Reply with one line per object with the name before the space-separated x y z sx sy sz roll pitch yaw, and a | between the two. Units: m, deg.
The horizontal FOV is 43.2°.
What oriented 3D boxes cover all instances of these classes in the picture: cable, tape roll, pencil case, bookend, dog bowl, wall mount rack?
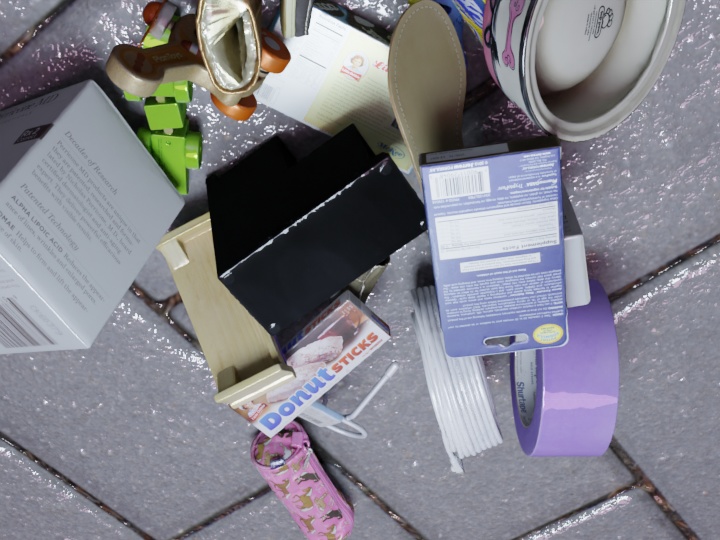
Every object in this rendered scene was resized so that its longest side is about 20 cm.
cable | 0.109 0.112 1.048 0.068 0.203 0.201 -15 146 4
tape roll | 0.230 0.111 1.049 0.083 0.202 0.203 1 127 -1
pencil case | -0.077 0.299 1.260 0.082 0.086 0.202 -36 126 -13
bookend | -0.051 -0.071 0.931 0.197 0.201 0.092 -35 124 9
dog bowl | 0.187 -0.217 0.776 0.198 0.074 0.203 -21 127 -30
wall mount rack | -0.054 0.131 1.104 0.198 0.076 0.173 29 154 -21

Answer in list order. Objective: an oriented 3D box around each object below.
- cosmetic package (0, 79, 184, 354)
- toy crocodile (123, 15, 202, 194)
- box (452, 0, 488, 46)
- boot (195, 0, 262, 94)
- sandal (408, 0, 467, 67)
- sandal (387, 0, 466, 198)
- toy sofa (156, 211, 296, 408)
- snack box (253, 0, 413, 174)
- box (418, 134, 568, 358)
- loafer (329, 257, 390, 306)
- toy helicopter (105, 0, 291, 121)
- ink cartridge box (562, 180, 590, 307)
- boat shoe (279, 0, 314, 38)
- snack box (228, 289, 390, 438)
cosmetic package | -0.314 -0.048 0.894 0.163 0.202 0.166 -7 132 34
toy crocodile | -0.198 -0.163 0.930 0.066 0.062 0.202 1 131 0
box | 0.140 -0.236 0.824 0.070 0.064 0.200 -50 136 -1
boot | -0.106 -0.272 0.755 0.065 0.202 0.177 -8 127 5
sandal | 0.079 -0.274 0.837 0.085 0.080 0.202 -14 128 4
sandal | 0.061 -0.138 0.851 0.076 0.070 0.215 -18 104 -15
toy sofa | -0.146 0.043 1.006 0.082 0.203 0.098 -26 167 4
snack box | -0.007 -0.190 0.920 0.197 0.037 0.117 24 123 -17
box | 0.122 -0.016 0.811 0.119 0.033 0.203 -7 120 5
loafer | 0.000 0.000 1.039 0.068 0.076 0.203 2 129 -2
toy helicopter | -0.160 -0.196 0.807 0.132 0.200 0.079 46 120 3
ink cartridge box | 0.143 -0.044 0.932 0.141 0.201 0.085 -11 124 7
boat shoe | -0.032 -0.305 0.799 0.065 0.072 0.205 5 110 -11
snack box | -0.060 0.109 1.038 0.199 0.024 0.072 -41 115 19
